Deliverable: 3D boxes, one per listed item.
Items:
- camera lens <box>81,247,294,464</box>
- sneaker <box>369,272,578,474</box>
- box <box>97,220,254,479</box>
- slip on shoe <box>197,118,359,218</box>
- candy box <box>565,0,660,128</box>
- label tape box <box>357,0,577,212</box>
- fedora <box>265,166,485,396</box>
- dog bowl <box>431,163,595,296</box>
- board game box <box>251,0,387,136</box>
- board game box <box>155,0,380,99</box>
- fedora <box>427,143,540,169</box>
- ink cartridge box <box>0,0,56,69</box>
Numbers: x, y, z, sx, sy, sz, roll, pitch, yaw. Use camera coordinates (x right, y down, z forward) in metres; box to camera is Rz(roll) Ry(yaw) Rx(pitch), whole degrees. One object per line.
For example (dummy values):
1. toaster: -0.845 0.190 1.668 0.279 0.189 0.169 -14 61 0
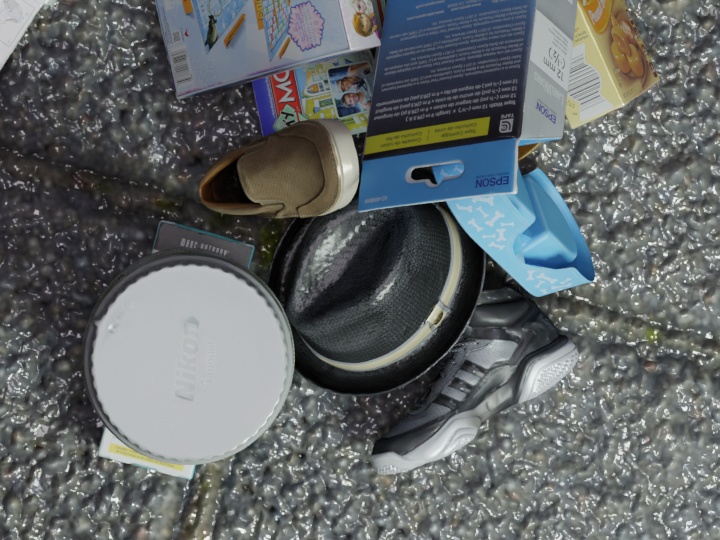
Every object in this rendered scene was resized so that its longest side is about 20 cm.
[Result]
1. camera lens: -0.133 0.064 1.590 0.159 0.200 0.161 0 92 -6
2. sneaker: 0.075 0.081 1.727 0.200 0.075 0.114 -32 93 -10
3. box: -0.153 0.065 1.714 0.082 0.049 0.201 16 90 -6
4. slip on shoe: -0.067 -0.077 1.642 0.060 0.200 0.076 -15 97 -28
5. candy box: 0.170 -0.226 1.695 0.055 0.115 0.201 -22 95 26
6. label tape box: 0.083 -0.134 1.579 0.143 0.066 0.201 -7 66 35
7. fedora: 0.000 0.000 1.675 0.200 0.092 0.202 -4 77 18
8. dog bowl: 0.122 -0.050 1.683 0.049 0.200 0.112 -29 50 17
9. board game box: -0.034 -0.207 1.699 0.134 0.029 0.201 -11 93 25
10. board game box: -0.089 -0.255 1.654 0.041 0.199 0.201 -16 95 -49
11. fedora: 0.090 -0.179 1.715 0.200 0.082 0.202 0 92 -5
12. ink cartridge box: -0.336 -0.273 1.692 0.200 0.044 0.174 34 89 -6
